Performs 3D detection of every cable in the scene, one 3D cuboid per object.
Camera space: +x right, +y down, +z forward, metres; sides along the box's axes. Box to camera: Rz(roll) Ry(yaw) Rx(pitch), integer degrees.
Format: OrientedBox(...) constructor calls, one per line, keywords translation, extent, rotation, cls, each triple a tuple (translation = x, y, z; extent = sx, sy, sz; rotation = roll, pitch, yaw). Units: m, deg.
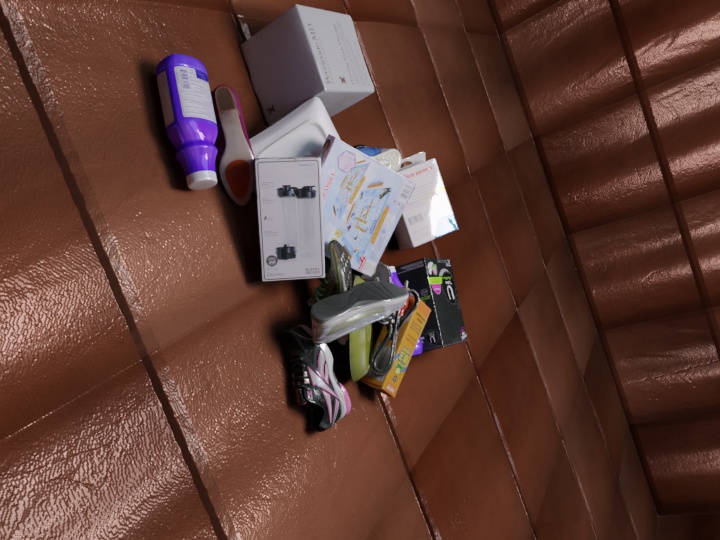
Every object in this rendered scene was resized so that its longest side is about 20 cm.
OrientedBox(translation=(0.069, 0.113, 1.215), extent=(0.050, 0.093, 0.208), rotation=(86, 8, -79), cls="cable")

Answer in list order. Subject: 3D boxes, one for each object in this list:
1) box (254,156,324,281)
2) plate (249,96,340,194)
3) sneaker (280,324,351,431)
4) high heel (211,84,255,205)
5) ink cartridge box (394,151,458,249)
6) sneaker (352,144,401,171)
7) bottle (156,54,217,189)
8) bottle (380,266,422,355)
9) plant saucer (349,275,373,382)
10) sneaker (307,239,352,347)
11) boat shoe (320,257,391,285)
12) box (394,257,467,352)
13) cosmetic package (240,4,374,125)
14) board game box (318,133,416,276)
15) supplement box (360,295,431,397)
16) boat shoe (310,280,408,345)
OrientedBox(translation=(-0.120, -0.091, 1.028), extent=(0.060, 0.112, 0.208), rotation=(-124, -149, -76), cls="box")
OrientedBox(translation=(-0.107, -0.184, 1.111), extent=(0.197, 0.032, 0.203), rotation=(-34, 109, -10), cls="plate")
OrientedBox(translation=(-0.088, 0.192, 1.051), extent=(0.086, 0.079, 0.204), rotation=(-38, 102, -44), cls="sneaker")
OrientedBox(translation=(-0.223, -0.222, 1.056), extent=(0.096, 0.065, 0.207), rotation=(-131, -144, -73), cls="high heel")
OrientedBox(translation=(0.134, -0.171, 1.459), extent=(0.125, 0.125, 0.206), rotation=(175, -104, -78), cls="ink cartridge box")
OrientedBox(translation=(-0.011, -0.241, 1.358), extent=(0.196, 0.110, 0.080), rotation=(-19, 109, -35), cls="sneaker")
OrientedBox(translation=(-0.271, -0.236, 0.957), extent=(0.083, 0.064, 0.207), rotation=(-4, 79, -56), cls="bottle")
OrientedBox(translation=(0.079, 0.096, 1.338), extent=(0.065, 0.081, 0.207), rotation=(86, -11, -80), cls="bottle")
OrientedBox(translation=(0.005, 0.115, 1.172), extent=(0.200, 0.030, 0.208), rotation=(2, 90, -84), cls="plant saucer")
OrientedBox(translation=(-0.060, 0.046, 1.112), extent=(0.077, 0.085, 0.207), rotation=(-68, 157, -73), cls="sneaker")
OrientedBox(translation=(0.000, 0.000, 1.243), extent=(0.196, 0.072, 0.077), rotation=(6, 69, -43), cls="boat shoe")
OrientedBox(translation=(0.156, 0.086, 1.420), extent=(0.147, 0.121, 0.207), rotation=(1, 76, -56), cls="box")
OrientedBox(translation=(-0.103, -0.408, 1.213), extent=(0.198, 0.163, 0.172), rotation=(-25, 96, -56), cls="cosmetic package")
OrientedBox(translation=(-0.018, -0.117, 1.121), extent=(0.196, 0.041, 0.204), rotation=(23, 99, -31), cls="board game box")
OrientedBox(translation=(0.075, 0.155, 1.246), extent=(0.066, 0.067, 0.205), rotation=(39, 73, -49), cls="supplement box")
OrientedBox(translation=(0.000, 0.073, 1.057), extent=(0.198, 0.074, 0.067), rotation=(-19, 126, -33), cls="boat shoe")
